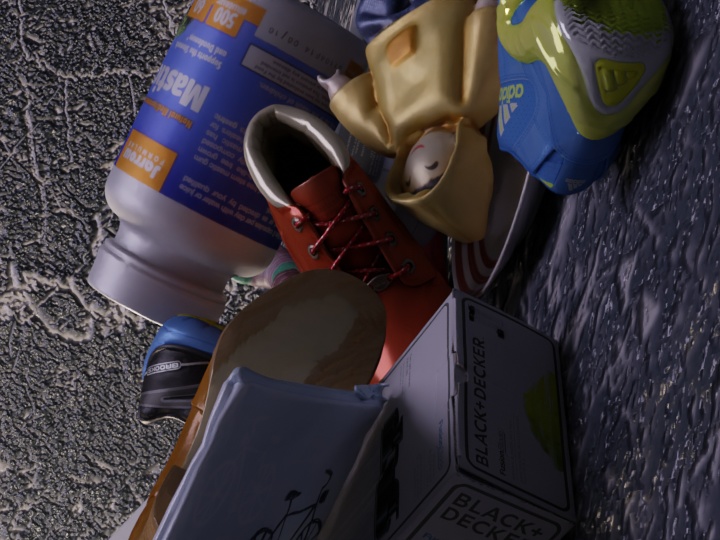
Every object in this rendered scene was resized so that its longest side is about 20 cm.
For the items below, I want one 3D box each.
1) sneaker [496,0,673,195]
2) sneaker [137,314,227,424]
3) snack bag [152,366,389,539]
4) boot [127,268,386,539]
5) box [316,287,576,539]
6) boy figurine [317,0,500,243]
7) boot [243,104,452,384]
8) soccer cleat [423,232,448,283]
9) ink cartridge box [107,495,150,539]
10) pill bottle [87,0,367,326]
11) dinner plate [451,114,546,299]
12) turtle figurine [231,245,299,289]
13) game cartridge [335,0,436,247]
[{"bbox_3d":[0.082,-0.109,0.697,0.201,0.075,0.106,-90,13,-54],"label":"sneaker"},{"bbox_3d":[-0.033,0.098,0.846,0.083,0.198,0.071,-63,-11,5],"label":"sneaker"},{"bbox_3d":[-0.062,0.128,0.617,0.202,0.021,0.188,-64,-18,2],"label":"snack bag"},{"bbox_3d":[-0.060,0.102,0.743,0.202,0.070,0.145,-55,-9,-44],"label":"boot"},{"bbox_3d":[0.015,0.121,0.708,0.201,0.060,0.117,-54,20,32],"label":"box"},{"bbox_3d":[0.029,-0.108,0.831,0.123,0.064,0.203,-18,65,30],"label":"boy figurine"},{"bbox_3d":[0.000,0.000,0.806,0.201,0.075,0.107,55,177,31],"label":"boot"},{"bbox_3d":[0.034,-0.047,1.005,0.076,0.066,0.203,-170,87,-68],"label":"soccer cleat"},{"bbox_3d":[-0.100,0.242,0.901,0.145,0.083,0.202,134,139,-55],"label":"ink cartridge box"},{"bbox_3d":[-0.084,-0.066,0.924,0.202,0.111,0.112,-63,8,1],"label":"pill bottle"},{"bbox_3d":[0.084,-0.078,0.844,0.200,0.024,0.203,-168,90,-84],"label":"dinner plate"},{"bbox_3d":[-0.040,0.048,0.966,0.151,0.100,0.200,-61,21,1],"label":"turtle figurine"},{"bbox_3d":[0.030,-0.116,0.924,0.133,0.040,0.203,23,99,64],"label":"game cartridge"}]
